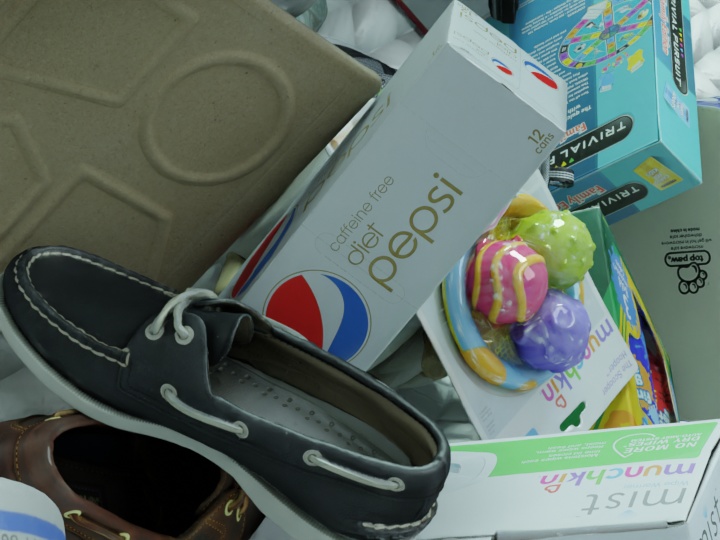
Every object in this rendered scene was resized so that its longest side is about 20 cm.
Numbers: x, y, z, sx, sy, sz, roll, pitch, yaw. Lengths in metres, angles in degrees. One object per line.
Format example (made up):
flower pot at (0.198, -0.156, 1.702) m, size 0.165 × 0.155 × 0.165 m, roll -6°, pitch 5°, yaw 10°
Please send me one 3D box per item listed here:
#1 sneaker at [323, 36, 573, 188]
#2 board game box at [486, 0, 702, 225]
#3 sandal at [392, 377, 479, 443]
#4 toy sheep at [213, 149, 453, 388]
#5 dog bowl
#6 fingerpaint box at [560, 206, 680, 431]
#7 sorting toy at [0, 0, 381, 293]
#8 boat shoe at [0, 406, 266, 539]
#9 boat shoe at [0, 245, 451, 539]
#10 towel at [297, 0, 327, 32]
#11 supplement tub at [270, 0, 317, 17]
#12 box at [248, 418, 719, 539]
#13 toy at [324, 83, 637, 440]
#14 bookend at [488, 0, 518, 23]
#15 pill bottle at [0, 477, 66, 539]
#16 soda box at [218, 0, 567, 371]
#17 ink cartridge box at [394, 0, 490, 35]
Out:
sneaker at (0.041, -0.078, 1.056) m, size 0.200 × 0.113 × 0.076 m, roll 23°, pitch 74°, yaw -55°
board game box at (0.130, -0.110, 1.195) m, size 0.047 × 0.151 × 0.201 m, roll 38°, pitch 41°, yaw -35°
sandal at (0.034, 0.053, 1.032) m, size 0.203 × 0.082 × 0.050 m, roll -71°, pitch 169°, yaw -46°
toy sheep at (0.000, 0.000, 0.952) m, size 0.200 × 0.138 × 0.138 m, roll 46°, pitch 36°, yaw -19°
dog bowl at (0.221, -0.008, 1.209) m, size 0.079 × 0.200 × 0.201 m, roll -10°, pitch 77°, yaw -54°
fingerpaint box at (0.134, 0.088, 1.075) m, size 0.200 × 0.073 × 0.167 m, roll 55°, pitch 26°, yaw -56°
sorting toy at (-0.113, -0.056, 0.790) m, size 0.200 × 0.185 × 0.037 m, roll 28°, pitch 23°, yaw -45°
boat shoe at (-0.084, 0.096, 0.819) m, size 0.200 × 0.070 × 0.071 m, roll 10°, pitch 59°, yaw -54°
boat shoe at (-0.055, 0.041, 0.763) m, size 0.200 × 0.060 × 0.074 m, roll 35°, pitch 42°, yaw 10°
towel at (-0.101, -0.179, 1.008) m, size 0.200 × 0.048 × 0.171 m, roll 55°, pitch 34°, yaw -15°
supplement tub at (-0.095, -0.142, 0.846) m, size 0.122 × 0.200 × 0.123 m, roll 33°, pitch 43°, yaw -38°
box at (0.073, 0.168, 0.833) m, size 0.097 × 0.199 × 0.177 m, roll -45°, pitch 123°, yaw -58°
toy at (0.072, -0.006, 0.903) m, size 0.115 × 0.047 × 0.200 m, roll -42°, pitch 109°, yaw -37°
bookend at (-0.003, -0.248, 1.071) m, size 0.092 × 0.199 × 0.199 m, roll 81°, pitch 16°, yaw -59°
pill bottle at (-0.143, 0.178, 0.634) m, size 0.114 × 0.114 × 0.201 m, roll 20°, pitch 53°, yaw -48°
soda box at (0.003, -0.014, 0.828) m, size 0.064 × 0.200 × 0.068 m, roll 35°, pitch 22°, yaw -9°
ink cartridge box at (0.049, -0.269, 1.253) m, size 0.147 × 0.083 × 0.200 m, roll 46°, pitch 37°, yaw -27°
